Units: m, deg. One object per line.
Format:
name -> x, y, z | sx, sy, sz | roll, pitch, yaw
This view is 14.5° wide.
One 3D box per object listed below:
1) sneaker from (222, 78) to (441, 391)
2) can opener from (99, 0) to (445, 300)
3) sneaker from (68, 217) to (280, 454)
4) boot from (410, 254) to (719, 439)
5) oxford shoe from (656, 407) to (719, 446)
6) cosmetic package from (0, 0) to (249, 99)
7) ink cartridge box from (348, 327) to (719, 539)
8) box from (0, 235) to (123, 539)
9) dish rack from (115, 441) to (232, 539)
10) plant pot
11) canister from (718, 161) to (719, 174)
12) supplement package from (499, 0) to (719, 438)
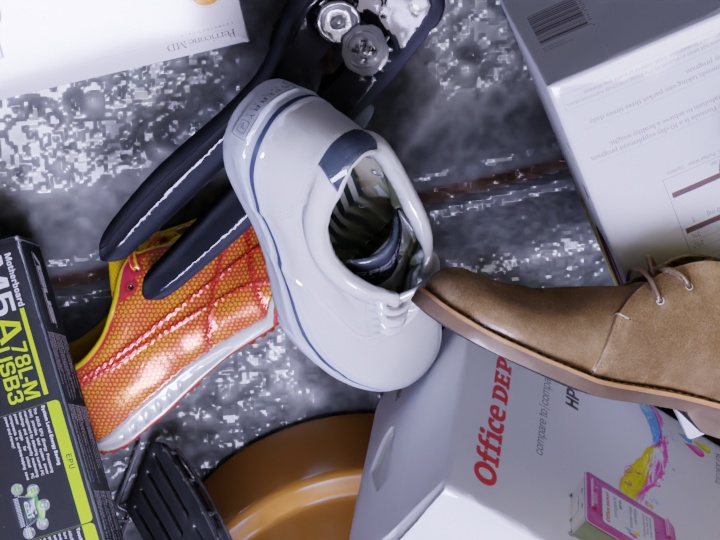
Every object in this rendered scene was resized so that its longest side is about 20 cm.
sneaker -> 0.000, 0.000, 1.234 | 0.073, 0.071, 0.200 | -47, 143, -12
can opener -> -0.038, -0.065, 1.257 | 0.063, 0.079, 0.200 | 38, 100, -3
sneaker -> -0.072, 0.003, 1.308 | 0.200, 0.073, 0.077 | -40, 98, 6
boot -> 0.116, 0.019, 1.226 | 0.200, 0.074, 0.076 | 15, 102, -24
oxford shoe -> 0.233, 0.106, 1.402 | 0.200, 0.084, 0.073 | 29, 111, -20
cosmetic package -> -0.155, -0.121, 1.239 | 0.200, 0.051, 0.083 | -14, 120, -1
ink cartridge box -> 0.102, 0.125, 1.309 | 0.200, 0.145, 0.085 | 30, 124, -14
box -> -0.213, 0.107, 1.286 | 0.193, 0.048, 0.200 | -18, 82, 4
dish rack -> -0.117, 0.188, 1.355 | 0.054, 0.153, 0.200 | 6, 117, -31
plant pot -> 0.007, 0.200, 1.358 | 0.200, 0.183, 0.201 | -4, 118, -7
canister -> 0.264, -0.014, 1.213 | 0.149, 0.087, 0.200 | -43, 112, -5
supplement package -> 0.155, -0.045, 1.291 | 0.109, 0.114, 0.200 | -23, 119, 3
